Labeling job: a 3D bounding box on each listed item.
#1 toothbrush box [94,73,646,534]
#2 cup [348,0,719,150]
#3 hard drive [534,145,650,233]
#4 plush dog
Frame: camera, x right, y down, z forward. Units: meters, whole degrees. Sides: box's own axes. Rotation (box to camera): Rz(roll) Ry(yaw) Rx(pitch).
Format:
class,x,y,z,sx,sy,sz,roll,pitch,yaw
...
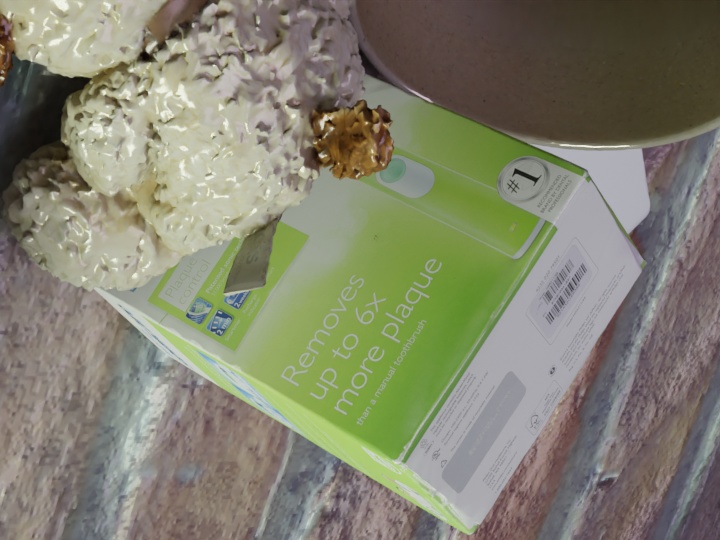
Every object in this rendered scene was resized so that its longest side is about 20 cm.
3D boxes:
class,x,y,z,sx,sy,sz,roll,pitch,yaw
toothbrush box,0.000,0.000,0.894,0.146,0.199,0.086,-55,142,-10
cup,0.102,-0.168,0.950,0.200,0.199,0.144,50,45,-51
hard drive,0.086,-0.021,1.132,0.200,0.025,0.132,-43,139,-25
plush dog,-0.081,-0.101,0.802,0.172,0.160,0.200,43,77,-29
